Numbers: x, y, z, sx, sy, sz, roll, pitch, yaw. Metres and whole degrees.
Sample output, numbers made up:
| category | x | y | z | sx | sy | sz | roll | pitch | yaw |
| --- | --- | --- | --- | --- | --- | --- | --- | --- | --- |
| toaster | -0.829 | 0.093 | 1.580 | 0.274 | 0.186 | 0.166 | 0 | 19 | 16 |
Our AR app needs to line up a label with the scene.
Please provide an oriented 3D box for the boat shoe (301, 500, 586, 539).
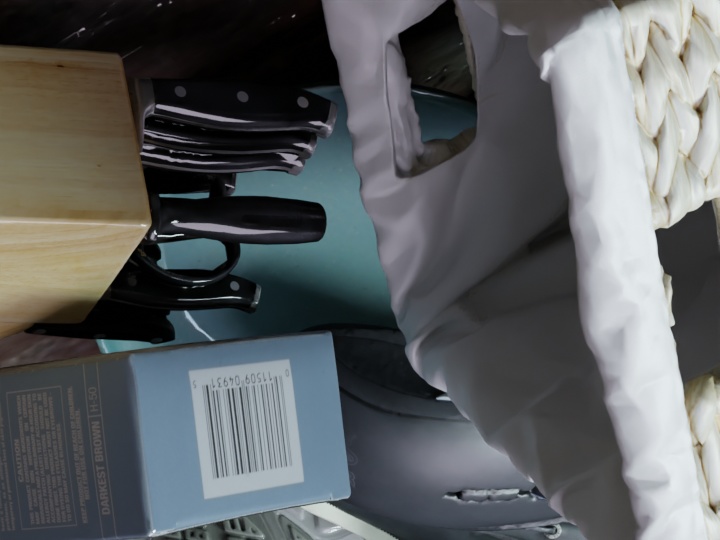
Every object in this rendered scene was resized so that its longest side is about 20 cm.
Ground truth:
| category | x | y | z | sx | sy | sz | roll | pitch | yaw |
| --- | --- | --- | --- | --- | --- | --- | --- | --- | --- |
| boat shoe | 0.014 | 0.076 | 1.051 | 0.066 | 0.199 | 0.074 | -60 | 169 | 10 |

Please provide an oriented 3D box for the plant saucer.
| category | x | y | z | sx | sy | sz | roll | pitch | yaw |
| --- | --- | --- | --- | --- | --- | --- | --- | --- | --- |
| plant saucer | 0.000 | 0.000 | 0.957 | 0.199 | 0.036 | 0.201 | 0 | 133 | 0 |

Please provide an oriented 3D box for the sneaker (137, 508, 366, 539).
| category | x | y | z | sx | sy | sz | roll | pitch | yaw |
| --- | --- | --- | --- | --- | --- | --- | --- | --- | --- |
| sneaker | -0.086 | 0.124 | 1.112 | 0.199 | 0.078 | 0.099 | 3 | 170 | 7 |

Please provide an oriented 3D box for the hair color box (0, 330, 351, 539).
| category | x | y | z | sx | sy | sz | roll | pitch | yaw |
| --- | --- | --- | --- | --- | --- | --- | --- | --- | --- |
| hair color box | -0.111 | 0.062 | 0.906 | 0.199 | 0.061 | 0.099 | -8 | 178 | 40 |

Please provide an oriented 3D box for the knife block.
| category | x | y | z | sx | sy | sz | roll | pitch | yaw |
| --- | --- | --- | --- | --- | --- | --- | --- | --- | --- |
| knife block | -0.104 | -0.032 | 0.813 | 0.175 | 0.064 | 0.200 | -19 | 154 | 12 |

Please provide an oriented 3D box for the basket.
| category | x | y | z | sx | sy | sz | roll | pitch | yaw |
| --- | --- | --- | --- | --- | --- | --- | --- | --- | --- |
| basket | 0.096 | -0.045 | 0.792 | 0.160 | 0.200 | 0.199 | -23 | 121 | -14 |

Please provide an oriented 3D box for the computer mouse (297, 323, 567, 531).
| category | x | y | z | sx | sy | sz | roll | pitch | yaw |
| --- | --- | --- | --- | --- | --- | --- | --- | --- | --- |
| computer mouse | 0.066 | 0.052 | 0.949 | 0.199 | 0.046 | 0.141 | 17 | 132 | -14 |
